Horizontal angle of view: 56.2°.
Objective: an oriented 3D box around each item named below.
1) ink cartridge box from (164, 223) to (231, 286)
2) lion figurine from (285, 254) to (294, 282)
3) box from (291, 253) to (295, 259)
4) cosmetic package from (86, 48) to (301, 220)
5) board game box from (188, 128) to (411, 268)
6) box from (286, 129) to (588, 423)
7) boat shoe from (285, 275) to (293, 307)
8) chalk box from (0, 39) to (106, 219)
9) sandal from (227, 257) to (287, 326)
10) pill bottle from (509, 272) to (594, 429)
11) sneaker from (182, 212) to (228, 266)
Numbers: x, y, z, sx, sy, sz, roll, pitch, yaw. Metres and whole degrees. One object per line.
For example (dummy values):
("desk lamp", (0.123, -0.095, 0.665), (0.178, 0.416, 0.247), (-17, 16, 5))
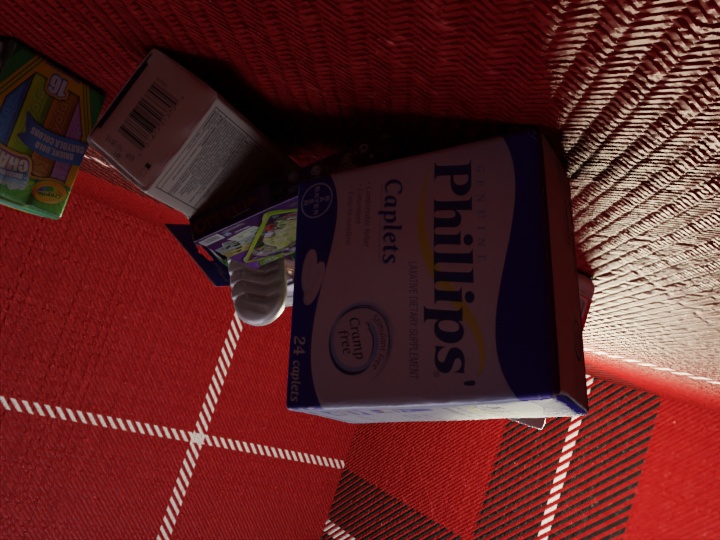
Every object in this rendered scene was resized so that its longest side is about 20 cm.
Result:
("ink cartridge box", (-0.169, -0.036, 1.026), (0.198, 0.044, 0.198), (2, -153, -42))
("lion figurine", (0.000, 0.000, 0.784), (0.197, 0.123, 0.073), (3, 137, -9))
("box", (0.029, -0.035, 0.708), (0.198, 0.119, 0.048), (18, -179, 9))
("cosmetic package", (-0.141, -0.103, 0.633), (0.087, 0.104, 0.200), (38, 180, 22))
("board game box", (-0.041, -0.058, 0.618), (0.198, 0.033, 0.120), (-21, 159, 13))
("box", (0.055, 0.015, 0.504), (0.198, 0.186, 0.105), (-9, 159, 27))
("boat shoe", (-0.053, 0.029, 0.910), (0.198, 0.068, 0.073), (-20, 162, 32))
("chalk box", (-0.396, -0.134, 0.746), (0.124, 0.202, 0.124), (15, 173, 34))
("sandal", (-0.109, -0.034, 0.746), (0.081, 0.205, 0.050), (-4, 157, 16))
("pill bottle", (0.225, 0.096, 0.880), (0.111, 0.202, 0.112), (19, 174, 2))
("sneaker", (-0.192, -0.087, 0.856), (0.201, 0.078, 0.085), (52, 176, -8))
